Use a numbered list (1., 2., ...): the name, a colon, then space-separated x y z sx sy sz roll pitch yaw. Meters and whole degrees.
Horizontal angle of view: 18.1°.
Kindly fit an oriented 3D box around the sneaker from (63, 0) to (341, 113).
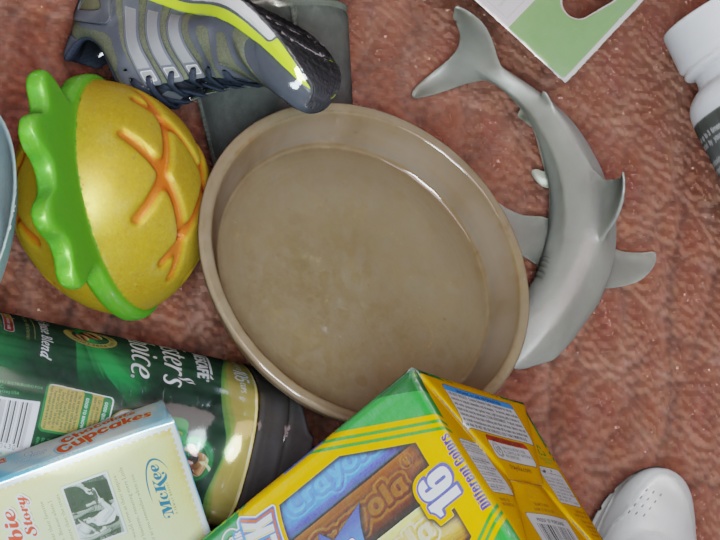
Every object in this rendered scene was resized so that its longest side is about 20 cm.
1. sneaker: -0.091 -0.122 1.280 0.074 0.200 0.081 22 95 -50

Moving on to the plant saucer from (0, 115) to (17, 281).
1. plant saucer: -0.242 0.000 1.184 0.039 0.201 0.201 35 60 -43

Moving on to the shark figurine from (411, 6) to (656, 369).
1. shark figurine: 0.125 -0.059 1.366 0.128 0.089 0.215 -12 79 -23

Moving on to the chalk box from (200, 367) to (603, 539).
1. chalk box: 0.010 0.163 1.142 0.125 0.200 0.124 21 34 -58

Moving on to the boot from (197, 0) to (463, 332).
1. boot: -0.011 -0.061 1.335 0.181 0.073 0.200 4 65 -20

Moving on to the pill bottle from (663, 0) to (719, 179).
1. pill bottle: 0.276 -0.080 1.408 0.114 0.114 0.200 -23 82 -24

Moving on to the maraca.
1. maraca: -0.141 -0.042 1.219 0.107 0.200 0.137 -15 83 12

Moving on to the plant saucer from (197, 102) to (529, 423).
1. plant saucer: 0.000 0.000 1.247 0.200 0.029 0.201 13 59 -22

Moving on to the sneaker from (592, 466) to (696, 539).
1. sneaker: 0.166 0.206 1.294 0.074 0.087 0.200 15 68 -12

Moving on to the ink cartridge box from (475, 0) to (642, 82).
1. ink cartridge box: 0.089 -0.221 1.423 0.200 0.048 0.146 44 64 -1

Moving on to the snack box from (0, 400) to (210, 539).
1. snack box: -0.125 0.180 1.170 0.116 0.037 0.200 -19 107 -10

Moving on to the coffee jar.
1. coffee jar: -0.128 0.081 1.220 0.200 0.104 0.086 13 98 -16
